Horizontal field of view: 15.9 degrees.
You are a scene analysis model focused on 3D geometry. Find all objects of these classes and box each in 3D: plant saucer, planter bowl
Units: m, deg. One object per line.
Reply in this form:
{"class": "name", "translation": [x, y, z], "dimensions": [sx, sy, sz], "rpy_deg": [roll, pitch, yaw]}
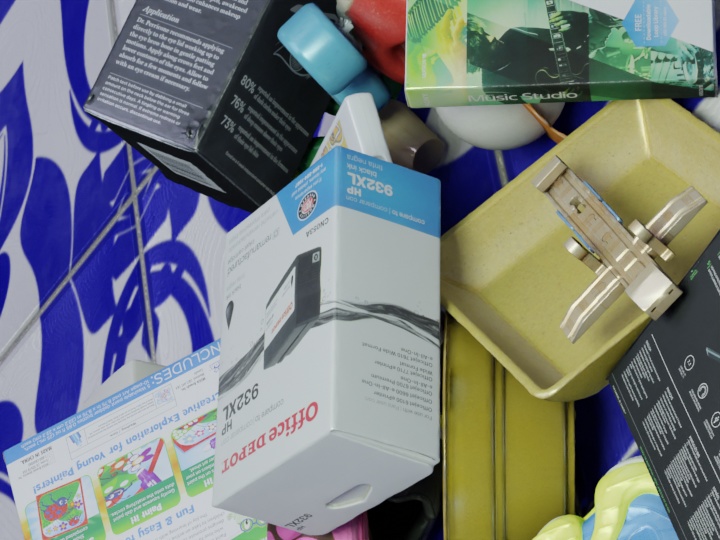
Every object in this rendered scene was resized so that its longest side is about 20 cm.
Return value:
{"class": "plant saucer", "translation": [0.155, -0.009, 1.599], "dimensions": [0.200, 0.048, 0.200], "rpy_deg": [-38, 33, -4]}
{"class": "planter bowl", "translation": [0.096, 0.121, 1.644], "dimensions": [0.200, 0.083, 0.200], "rpy_deg": [-1, -90, -87]}

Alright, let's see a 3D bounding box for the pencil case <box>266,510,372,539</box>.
{"class": "pencil case", "translation": [-0.018, 0.198, 1.679], "dimensions": [0.094, 0.091, 0.200], "rpy_deg": [-29, 56, 35]}

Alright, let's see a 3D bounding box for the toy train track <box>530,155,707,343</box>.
{"class": "toy train track", "translation": [0.139, -0.028, 1.545], "dimensions": [0.115, 0.033, 0.200], "rpy_deg": [-47, 27, 7]}

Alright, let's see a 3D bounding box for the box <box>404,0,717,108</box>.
{"class": "box", "translation": [0.128, -0.179, 1.661], "dimensions": [0.036, 0.200, 0.144], "rpy_deg": [65, -156, -67]}

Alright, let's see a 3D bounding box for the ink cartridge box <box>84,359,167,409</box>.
{"class": "ink cartridge box", "translation": [-0.129, 0.181, 1.972], "dimensions": [0.083, 0.146, 0.200], "rpy_deg": [-41, 45, 45]}

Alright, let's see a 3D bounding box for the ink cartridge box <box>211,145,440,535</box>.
{"class": "ink cartridge box", "translation": [-0.021, 0.046, 1.621], "dimensions": [0.145, 0.084, 0.200], "rpy_deg": [-35, 45, 47]}

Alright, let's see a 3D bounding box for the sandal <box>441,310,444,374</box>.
{"class": "sandal", "translation": [0.036, 0.037, 1.830], "dimensions": [0.080, 0.057, 0.201], "rpy_deg": [154, 110, -73]}

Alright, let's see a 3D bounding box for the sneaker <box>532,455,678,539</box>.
{"class": "sneaker", "translation": [0.134, 0.207, 1.559], "dimensions": [0.200, 0.076, 0.105], "rpy_deg": [-49, 44, 15]}

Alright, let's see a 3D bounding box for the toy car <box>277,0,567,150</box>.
{"class": "toy car", "translation": [0.082, -0.143, 1.776], "dimensions": [0.184, 0.177, 0.200], "rpy_deg": [-42, 75, 2]}

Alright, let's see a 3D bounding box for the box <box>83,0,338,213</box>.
{"class": "box", "translation": [-0.088, -0.162, 1.859], "dimensions": [0.104, 0.148, 0.200], "rpy_deg": [21, 80, 26]}

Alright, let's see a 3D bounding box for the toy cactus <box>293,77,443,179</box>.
{"class": "toy cactus", "translation": [-0.002, -0.115, 1.933], "dimensions": [0.200, 0.102, 0.165], "rpy_deg": [-47, 52, -8]}

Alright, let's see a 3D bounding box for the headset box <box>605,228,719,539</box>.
{"class": "headset box", "translation": [0.249, 0.058, 1.435], "dimensions": [0.200, 0.093, 0.174], "rpy_deg": [-57, 34, 30]}

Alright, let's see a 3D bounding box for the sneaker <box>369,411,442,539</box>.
{"class": "sneaker", "translation": [0.000, 0.173, 1.799], "dimensions": [0.200, 0.074, 0.085], "rpy_deg": [-53, 16, 44]}

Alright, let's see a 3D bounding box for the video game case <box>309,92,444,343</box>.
{"class": "video game case", "translation": [0.000, 0.000, 1.780], "dimensions": [0.200, 0.023, 0.182], "rpy_deg": [121, 136, -65]}

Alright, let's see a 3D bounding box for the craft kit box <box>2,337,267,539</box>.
{"class": "craft kit box", "translation": [-0.148, 0.175, 1.861], "dimensions": [0.200, 0.049, 0.198], "rpy_deg": [-27, 53, 13]}
